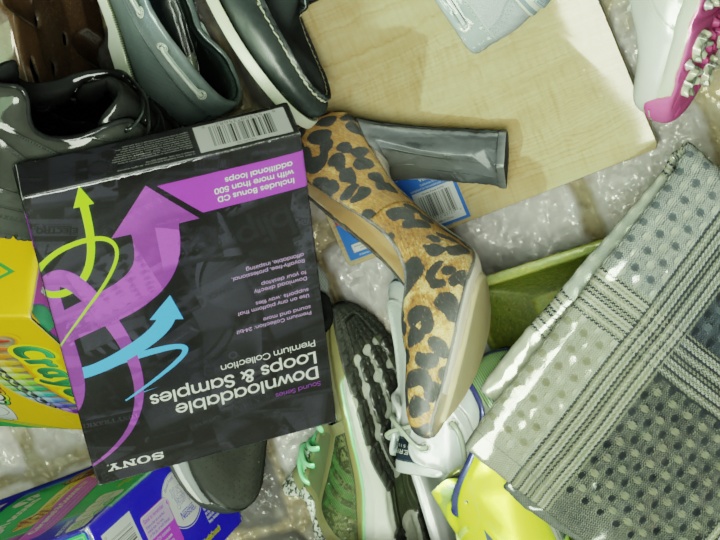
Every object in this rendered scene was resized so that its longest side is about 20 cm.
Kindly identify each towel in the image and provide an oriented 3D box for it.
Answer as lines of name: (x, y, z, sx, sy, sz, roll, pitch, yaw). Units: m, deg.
towel: (0.177, 0.069, 0.851, 0.192, 0.035, 0.200, 38, 92, -11)

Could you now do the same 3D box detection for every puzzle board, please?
puzzle board: (0.050, -0.105, 0.927, 0.199, 0.017, 0.152, -21, 101, 21)

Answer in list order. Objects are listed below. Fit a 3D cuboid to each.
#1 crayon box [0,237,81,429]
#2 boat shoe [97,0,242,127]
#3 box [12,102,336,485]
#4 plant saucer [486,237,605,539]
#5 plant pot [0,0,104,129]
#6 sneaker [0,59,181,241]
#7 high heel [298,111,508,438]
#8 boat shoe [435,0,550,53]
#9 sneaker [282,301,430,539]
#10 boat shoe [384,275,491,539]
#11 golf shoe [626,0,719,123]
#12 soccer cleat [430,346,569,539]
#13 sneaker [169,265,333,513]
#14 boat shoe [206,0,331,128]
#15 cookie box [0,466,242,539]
crayon box: (-0.226, 0.039, 0.957, 0.171, 0.200, 0.059, 2, 68, 16)
boat shoe: (-0.120, -0.175, 0.920, 0.061, 0.073, 0.201, -5, 113, 31)
box: (-0.091, 0.018, 0.859, 0.142, 0.036, 0.201, -14, 130, -9)
plant saucer: (0.187, 0.064, 0.921, 0.199, 0.048, 0.201, -18, 101, 21)
plant pot: (-0.260, -0.125, 0.926, 0.196, 0.200, 0.202, -7, 105, 9)
sneaker: (-0.122, -0.058, 0.856, 0.091, 0.199, 0.076, -57, 47, 30)
high heel: (0.000, 0.000, 0.876, 0.141, 0.201, 0.072, 4, 144, 11)
boat shoe: (0.017, -0.202, 0.865, 0.071, 0.070, 0.201, -41, 85, 13)
sneaker: (-0.014, 0.119, 0.986, 0.088, 0.077, 0.202, -2, 104, 25)
boat shoe: (0.050, 0.098, 0.939, 0.066, 0.073, 0.201, -25, 98, -21)
golf shoe: (0.160, -0.181, 0.849, 0.091, 0.075, 0.202, 16, 105, 23)
soccer cleat: (0.080, 0.142, 0.893, 0.083, 0.065, 0.202, -2, 95, -5)
sneaker: (-0.064, 0.054, 0.960, 0.115, 0.075, 0.202, 1, 107, 37)
boat shoe: (-0.056, -0.178, 0.899, 0.066, 0.074, 0.201, -30, 77, 14)
cookie box: (-0.198, 0.184, 1.003, 0.199, 0.171, 0.076, -22, 97, 21)
